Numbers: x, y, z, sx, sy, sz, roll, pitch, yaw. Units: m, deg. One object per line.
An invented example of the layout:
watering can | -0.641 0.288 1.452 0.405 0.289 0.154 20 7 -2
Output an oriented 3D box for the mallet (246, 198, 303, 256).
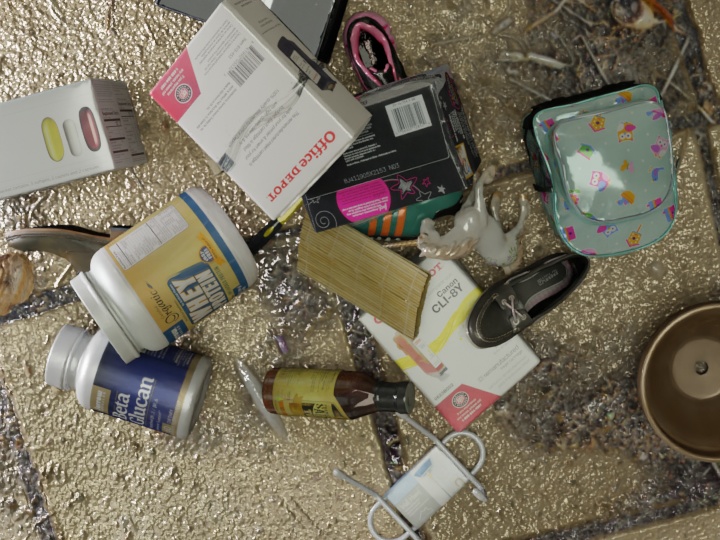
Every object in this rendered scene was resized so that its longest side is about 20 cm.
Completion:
mallet | -0.093 -0.064 1.419 0.066 0.041 0.201 37 103 -6

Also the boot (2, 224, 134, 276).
boot | -0.366 -0.010 1.417 0.197 0.075 0.098 1 96 1

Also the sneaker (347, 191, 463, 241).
sneaker | 0.038 -0.065 1.391 0.198 0.072 0.080 -20 119 17

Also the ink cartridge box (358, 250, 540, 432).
ink cartridge box | 0.111 0.082 1.403 0.145 0.083 0.200 -41 94 7

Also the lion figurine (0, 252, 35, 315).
lion figurine | -0.528 0.028 1.432 0.197 0.072 0.124 8 97 3

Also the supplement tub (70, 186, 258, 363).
supplement tub | -0.241 0.007 1.345 0.199 0.145 0.145 -36 96 -11

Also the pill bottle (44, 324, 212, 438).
pill bottle | -0.302 0.139 1.417 0.198 0.111 0.112 17 99 0

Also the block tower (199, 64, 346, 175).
block tower | -0.109 -0.195 1.388 0.198 0.054 0.058 -27 97 6

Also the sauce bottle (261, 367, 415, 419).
sauce bottle | -0.029 0.160 1.404 0.197 0.066 0.067 0 99 24

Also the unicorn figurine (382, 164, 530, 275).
unicorn figurine | 0.143 -0.055 1.337 0.199 0.074 0.139 27 70 -27

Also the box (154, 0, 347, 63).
box | -0.122 -0.330 1.304 0.198 0.182 0.105 18 99 -1

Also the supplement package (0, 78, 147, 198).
supplement package | -0.391 -0.160 1.354 0.197 0.156 0.112 -14 97 5

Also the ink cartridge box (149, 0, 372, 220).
ink cartridge box | -0.108 -0.182 1.202 0.200 0.084 0.145 45 118 -5

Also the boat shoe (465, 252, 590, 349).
boat shoe | 0.210 0.029 1.352 0.199 0.057 0.067 -32 90 -32

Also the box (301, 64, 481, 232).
box | 0.025 -0.147 1.290 0.198 0.115 0.134 -15 107 20

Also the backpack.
backpack | 0.303 -0.116 1.335 0.173 0.153 0.203 -14 104 -1

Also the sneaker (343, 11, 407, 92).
sneaker | 0.034 -0.227 1.357 0.078 0.095 0.202 -27 98 4

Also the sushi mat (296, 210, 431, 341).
sushi mat | 0.000 0.000 1.349 0.199 0.012 0.097 31 125 28

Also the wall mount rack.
wall mount rack | 0.068 0.276 1.439 0.174 0.075 0.200 45 97 -3

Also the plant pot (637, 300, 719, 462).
plant pot | 0.448 0.134 1.392 0.198 0.093 0.204 1 99 3
